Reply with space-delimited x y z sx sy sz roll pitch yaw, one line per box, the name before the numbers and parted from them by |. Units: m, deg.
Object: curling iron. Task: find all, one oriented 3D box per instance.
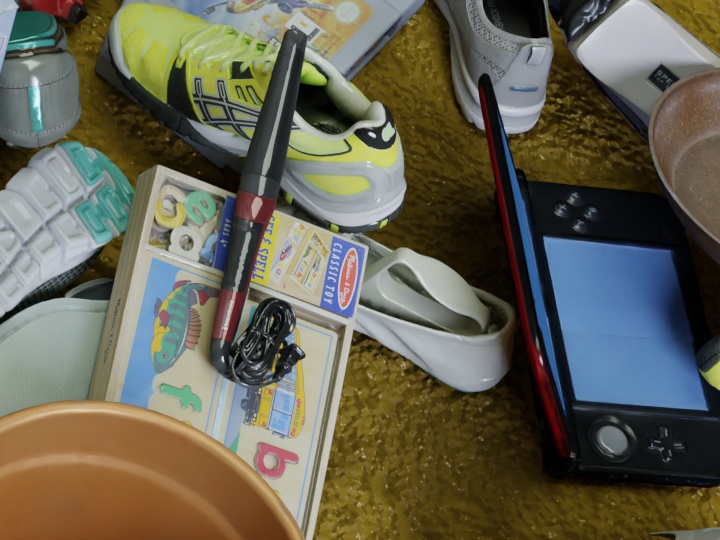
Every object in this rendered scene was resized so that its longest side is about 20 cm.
curling iron | -0.048 -0.032 1.496 0.049 0.025 0.201 19 66 -35

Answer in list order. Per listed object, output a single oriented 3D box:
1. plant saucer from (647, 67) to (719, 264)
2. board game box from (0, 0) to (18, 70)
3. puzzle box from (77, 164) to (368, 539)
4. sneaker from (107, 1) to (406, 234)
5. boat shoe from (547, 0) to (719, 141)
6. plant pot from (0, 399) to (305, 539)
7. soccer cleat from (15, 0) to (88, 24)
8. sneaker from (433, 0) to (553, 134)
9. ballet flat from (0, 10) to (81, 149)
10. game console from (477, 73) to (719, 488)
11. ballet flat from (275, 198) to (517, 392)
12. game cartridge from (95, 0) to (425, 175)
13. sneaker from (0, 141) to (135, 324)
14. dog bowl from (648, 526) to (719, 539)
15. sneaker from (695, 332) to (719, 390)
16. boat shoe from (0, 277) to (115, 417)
plant saucer | 0.252 -0.039 1.640 0.199 0.037 0.201 13 39 -11
board game box | -0.259 -0.144 1.494 0.043 0.200 0.199 -23 67 -29
puzzle box | -0.073 0.060 1.486 0.133 0.025 0.201 21 67 -25
sneaker | -0.053 -0.102 1.579 0.199 0.077 0.075 31 49 19
boat shoe | 0.194 -0.112 1.745 0.200 0.075 0.093 45 10 -24
plant pot | -0.131 0.182 1.350 0.199 0.140 0.201 11 52 -15
soccer cleat | -0.142 -0.231 1.662 0.085 0.069 0.200 39 81 22
sneaker | 0.083 -0.184 1.750 0.074 0.082 0.201 -3 57 -25
ballet flat | -0.187 -0.100 1.551 0.067 0.200 0.064 -10 101 -8
game console | 0.139 0.006 1.612 0.171 0.119 0.201 5 54 -20
ballet flat | 0.000 0.000 1.590 0.199 0.070 0.070 26 50 -3
game cartridge | -0.061 -0.151 1.695 0.133 0.042 0.200 40 50 2
sneaker | -0.201 0.006 1.478 0.200 0.091 0.078 -24 71 -45
dog bowl | 0.197 0.220 1.452 0.200 0.058 0.201 39 39 -40
sneaker | 0.282 0.068 1.648 0.199 0.078 0.091 6 61 -30
boat shoe | -0.133 0.042 1.508 0.199 0.060 0.076 -17 91 -34
